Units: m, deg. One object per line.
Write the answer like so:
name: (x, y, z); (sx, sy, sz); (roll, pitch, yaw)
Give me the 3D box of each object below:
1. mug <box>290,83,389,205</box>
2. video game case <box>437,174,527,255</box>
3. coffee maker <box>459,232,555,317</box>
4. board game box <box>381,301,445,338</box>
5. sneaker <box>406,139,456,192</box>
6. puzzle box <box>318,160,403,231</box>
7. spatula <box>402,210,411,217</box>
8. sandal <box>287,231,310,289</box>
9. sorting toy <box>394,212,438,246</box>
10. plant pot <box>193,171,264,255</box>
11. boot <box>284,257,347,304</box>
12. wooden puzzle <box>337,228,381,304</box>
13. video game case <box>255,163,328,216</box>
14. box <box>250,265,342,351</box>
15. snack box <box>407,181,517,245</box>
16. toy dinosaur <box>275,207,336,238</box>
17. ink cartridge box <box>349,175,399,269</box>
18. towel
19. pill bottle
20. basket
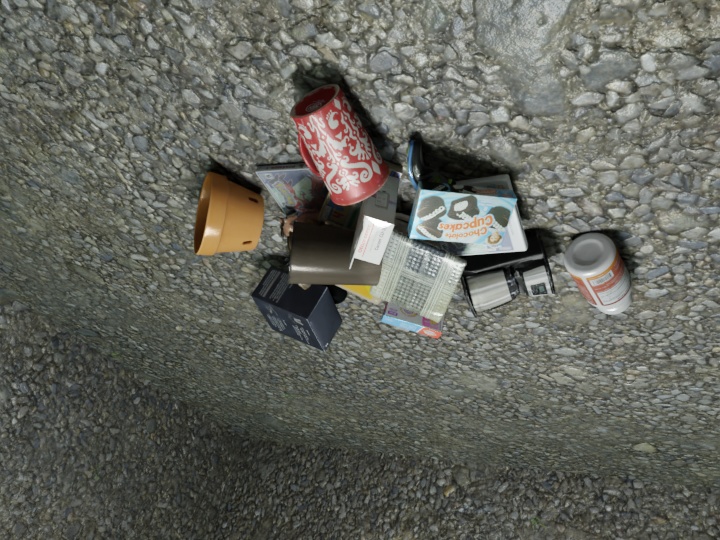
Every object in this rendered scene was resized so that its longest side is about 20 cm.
mug: (-0.062, -0.241, 1.226); (0.176, 0.134, 0.201); (-13, 130, 24)
video game case: (0.245, -0.113, 1.357); (0.199, 0.023, 0.183); (-4, 126, 32)
coffee maker: (0.328, -0.012, 1.437); (0.198, 0.194, 0.135); (-17, 163, 14)
board game box: (0.148, 0.056, 1.583); (0.152, 0.201, 0.040); (17, 151, -1)
sneaker: (0.151, -0.183, 1.284); (0.082, 0.071, 0.201); (-21, 114, 19)
puzzle box: (-0.003, -0.169, 1.390); (0.132, 0.026, 0.201); (19, 132, -8)
spatula: (0.189, -0.126, 1.435); (0.198, 0.021, 0.057); (4, 150, 22)
sandal: (-0.142, -0.039, 1.589); (0.054, 0.201, 0.082); (-35, 126, 23)
sorting toy: (0.111, -0.065, 1.509); (0.198, 0.107, 0.181); (15, 144, 2)
plant pot: (-0.320, -0.128, 1.532); (0.139, 0.202, 0.200); (10, 155, -23)
boot: (-0.122, 0.016, 1.781); (0.197, 0.074, 0.163); (23, 153, 0)
wooden puzzle: (0.000, 0.000, 1.514); (0.184, 0.037, 0.200); (25, 138, -11)
video game case: (-0.129, -0.181, 1.497); (0.181, 0.023, 0.200); (1, 147, 25)
box: (-0.178, 0.111, 1.793); (0.199, 0.118, 0.197); (20, 154, 24)
snack box: (0.203, -0.113, 1.264); (0.198, 0.037, 0.117); (4, 128, -9)
toy dinosaur: (-0.127, -0.116, 1.510); (0.135, 0.086, 0.200); (32, 143, -14)
ink cartridge box: (0.029, -0.097, 1.295); (0.067, 0.201, 0.117); (15, 133, -4)
towel: (0.128, 0.013, 1.440); (0.191, 0.035, 0.201); (22, 129, 4)
pill bottle: (0.542, 0.014, 1.406); (0.111, 0.113, 0.200); (-8, 143, 36)
basket: (-0.055, -0.031, 1.381); (0.198, 0.137, 0.180); (5, -167, -7)
